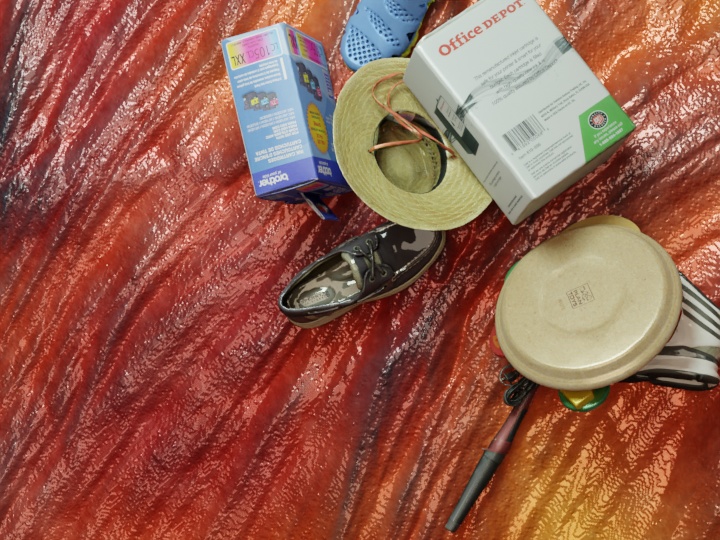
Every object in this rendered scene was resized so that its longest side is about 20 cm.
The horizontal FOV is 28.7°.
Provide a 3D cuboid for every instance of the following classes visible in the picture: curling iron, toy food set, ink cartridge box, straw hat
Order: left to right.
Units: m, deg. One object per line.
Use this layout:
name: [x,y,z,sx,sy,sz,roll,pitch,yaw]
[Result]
ink cartridge box: [-0.071,-0.147,1.489,0.076,0.136,0.202,-13,86,17]
straw hat: [0.047,-0.116,1.483,0.199,0.085,0.203,8,64,-17]
curling iron: [0.137,0.186,1.489,0.049,0.026,0.202,21,98,-25]
ink cartridge box: [0.159,-0.173,1.441,0.146,0.083,0.201,-33,81,-19]
toy food set: [0.225,0.038,1.411,0.197,0.049,0.200,-37,49,-2]

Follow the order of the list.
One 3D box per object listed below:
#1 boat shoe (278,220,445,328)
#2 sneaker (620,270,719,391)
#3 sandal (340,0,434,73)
boat shoe: [0.000,0.000,1.506,0.199,0.065,0.072,-27,82,10]
sneaker: [0.278,0.053,1.455,0.198,0.076,0.117,8,71,18]
sandal: [0.048,-0.294,1.494,0.079,0.087,0.201,40,99,9]
